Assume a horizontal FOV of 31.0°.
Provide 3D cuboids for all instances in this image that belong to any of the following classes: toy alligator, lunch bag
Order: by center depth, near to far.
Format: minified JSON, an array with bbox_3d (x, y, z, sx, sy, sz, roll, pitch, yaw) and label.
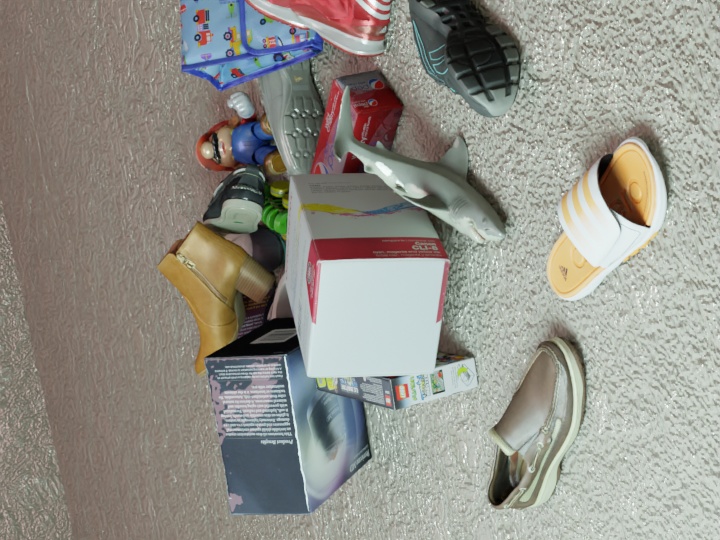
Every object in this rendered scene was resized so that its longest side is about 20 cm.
[{"bbox_3d":[-0.119,-0.325,1.595,0.198,0.094,0.153,-10,77,28],"label":"lunch bag"},{"bbox_3d":[-0.123,-0.091,1.778,0.200,0.054,0.060,44,137,49],"label":"toy alligator"}]

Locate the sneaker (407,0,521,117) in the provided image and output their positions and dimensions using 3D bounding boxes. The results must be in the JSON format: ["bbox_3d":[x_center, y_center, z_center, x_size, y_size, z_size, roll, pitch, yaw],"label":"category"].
[{"bbox_3d":[0.102,-0.212,1.279,0.080,0.074,0.201,92,161,-49],"label":"sneaker"}]

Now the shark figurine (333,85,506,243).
[{"bbox_3d":[0.065,-0.110,1.347,0.090,0.213,0.128,-58,1,3],"label":"shark figurine"}]

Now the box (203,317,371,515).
[{"bbox_3d":[-0.084,0.176,1.622,0.122,0.200,0.201,-3,101,24],"label":"box"}]

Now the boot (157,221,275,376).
[{"bbox_3d":[-0.220,0.037,1.777,0.202,0.143,0.071,-54,7,26],"label":"boot"}]

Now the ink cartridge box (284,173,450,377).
[{"bbox_3d":[0.000,0.000,1.416,0.201,0.142,0.147,-111,22,-57],"label":"ink cartridge box"}]

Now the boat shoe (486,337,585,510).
[{"bbox_3d":[0.166,0.160,1.278,0.075,0.074,0.205,46,139,47],"label":"boat shoe"}]

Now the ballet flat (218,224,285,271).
[{"bbox_3d":[-0.178,-0.038,1.894,0.199,0.072,0.074,25,123,58],"label":"ballet flat"}]

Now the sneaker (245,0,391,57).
[{"bbox_3d":[-0.043,-0.331,1.470,0.198,0.078,0.117,27,118,18],"label":"sneaker"}]

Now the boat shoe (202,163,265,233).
[{"bbox_3d":[-0.168,-0.090,1.745,0.200,0.071,0.069,148,128,-69],"label":"boat shoe"}]

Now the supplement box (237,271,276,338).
[{"bbox_3d":[-0.162,0.113,1.905,0.110,0.085,0.203,-19,83,63],"label":"supplement box"}]

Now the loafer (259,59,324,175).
[{"bbox_3d":[-0.091,-0.214,1.650,0.070,0.069,0.203,-27,67,57],"label":"loafer"}]

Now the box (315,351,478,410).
[{"bbox_3d":[0.036,0.119,1.483,0.199,0.109,0.035,3,104,63],"label":"box"}]

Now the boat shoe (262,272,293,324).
[{"bbox_3d":[-0.093,0.036,1.759,0.093,0.074,0.202,-107,33,-50],"label":"boat shoe"}]

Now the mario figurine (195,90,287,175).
[{"bbox_3d":[-0.171,-0.167,1.777,0.199,0.105,0.125,1,63,56],"label":"mario figurine"}]

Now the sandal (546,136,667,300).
[{"bbox_3d":[0.201,-0.031,1.148,0.080,0.059,0.207,64,150,26],"label":"sandal"}]

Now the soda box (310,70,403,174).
[{"bbox_3d":[-0.011,-0.133,1.528,0.070,0.063,0.201,58,148,35],"label":"soda box"}]
